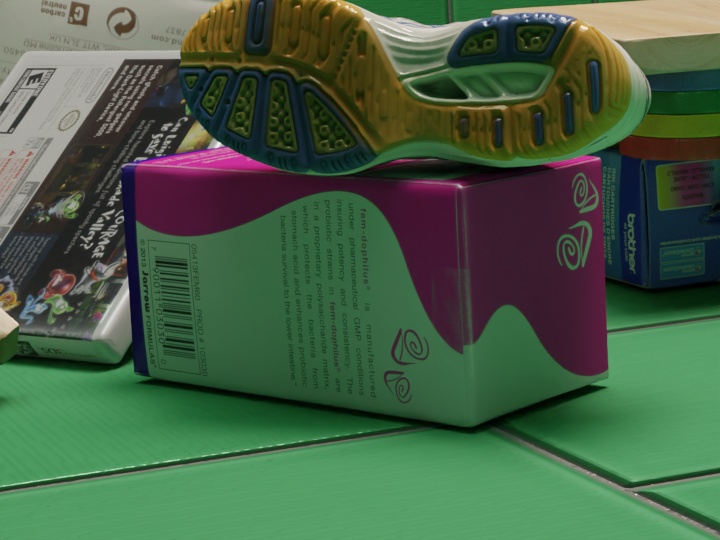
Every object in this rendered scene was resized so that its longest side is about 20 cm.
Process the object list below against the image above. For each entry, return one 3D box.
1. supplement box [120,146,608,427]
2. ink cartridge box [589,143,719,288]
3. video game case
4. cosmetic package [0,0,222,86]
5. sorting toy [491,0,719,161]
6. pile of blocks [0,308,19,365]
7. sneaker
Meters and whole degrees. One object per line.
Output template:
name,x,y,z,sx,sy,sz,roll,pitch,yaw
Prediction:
supplement box,0.000,0.000,0.957,0.200,0.101,0.103,7,14,42
ink cartridge box,0.186,-0.040,1.218,0.136,0.076,0.200,-7,12,-21
video game case,-0.152,-0.039,1.127,0.182,0.023,0.200,3,50,35
cosmetic package,-0.150,-0.110,1.372,0.167,0.167,0.200,11,10,1
sorting toy,0.195,-0.104,1.164,0.199,0.070,0.200,-5,12,-15
pile of blocks,-0.254,0.043,0.963,0.200,0.082,0.062,5,-35,-8
sneaker,0.023,-0.072,0.905,0.200,0.075,0.088,9,2,23
